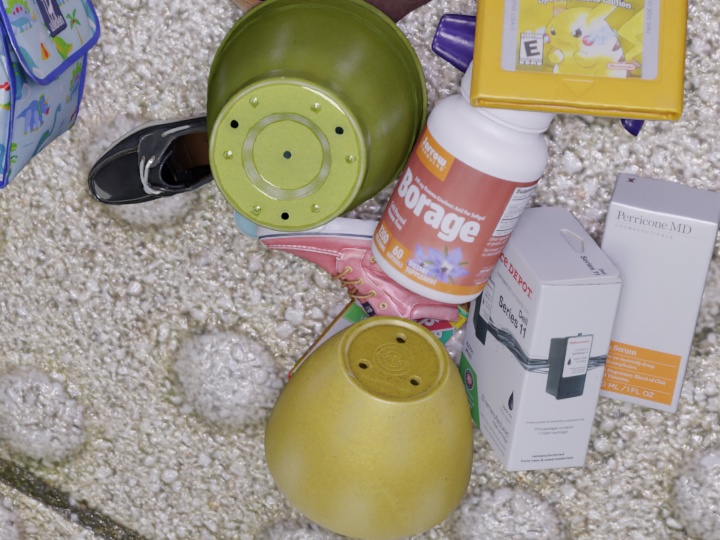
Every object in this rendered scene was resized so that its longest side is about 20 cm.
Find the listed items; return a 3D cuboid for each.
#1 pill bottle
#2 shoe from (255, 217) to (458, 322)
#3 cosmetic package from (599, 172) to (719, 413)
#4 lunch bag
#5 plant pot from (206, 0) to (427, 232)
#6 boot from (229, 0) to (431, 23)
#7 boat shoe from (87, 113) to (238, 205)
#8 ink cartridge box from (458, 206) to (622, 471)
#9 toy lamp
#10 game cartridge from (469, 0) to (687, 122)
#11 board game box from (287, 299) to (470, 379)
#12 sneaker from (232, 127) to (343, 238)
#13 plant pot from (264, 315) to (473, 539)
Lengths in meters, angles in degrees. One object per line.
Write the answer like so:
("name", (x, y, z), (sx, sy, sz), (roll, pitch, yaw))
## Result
("pill bottle", (0.094, -0.080, 1.660), (0.112, 0.112, 0.200), (26, 117, 2))
("shoe", (0.000, 0.000, 1.768), (0.199, 0.071, 0.091), (4, 87, -10))
("cosmetic package", (0.264, 0.022, 1.742), (0.101, 0.071, 0.201), (12, 118, 10))
("lunch bag", (-0.322, -0.202, 1.743), (0.127, 0.170, 0.201), (16, 117, 8))
("plant pot", (-0.048, -0.121, 1.611), (0.199, 0.193, 0.201), (2, 109, 5))
("boot", (-0.041, -0.282, 1.695), (0.166, 0.072, 0.200), (-34, 102, 15))
("boat shoe", (-0.187, -0.104, 1.811), (0.199, 0.068, 0.072), (-15, 109, 31))
("ink cartridge box", (0.160, 0.061, 1.741), (0.083, 0.147, 0.201), (-2, 119, -19))
("toy lamp", (0.160, -0.177, 1.683), (0.199, 0.058, 0.058), (22, 120, 2))
("game cartridge", (0.185, -0.227, 1.583), (0.176, 0.032, 0.201), (4, 76, 3))
("board game box", (0.015, 0.075, 1.869), (0.095, 0.030, 0.200), (38, 122, -5))
("sneaker", (-0.056, -0.089, 1.773), (0.074, 0.082, 0.200), (45, 119, -8))
("plant pot", (0.020, 0.125, 1.743), (0.199, 0.200, 0.142), (21, 138, 5))
